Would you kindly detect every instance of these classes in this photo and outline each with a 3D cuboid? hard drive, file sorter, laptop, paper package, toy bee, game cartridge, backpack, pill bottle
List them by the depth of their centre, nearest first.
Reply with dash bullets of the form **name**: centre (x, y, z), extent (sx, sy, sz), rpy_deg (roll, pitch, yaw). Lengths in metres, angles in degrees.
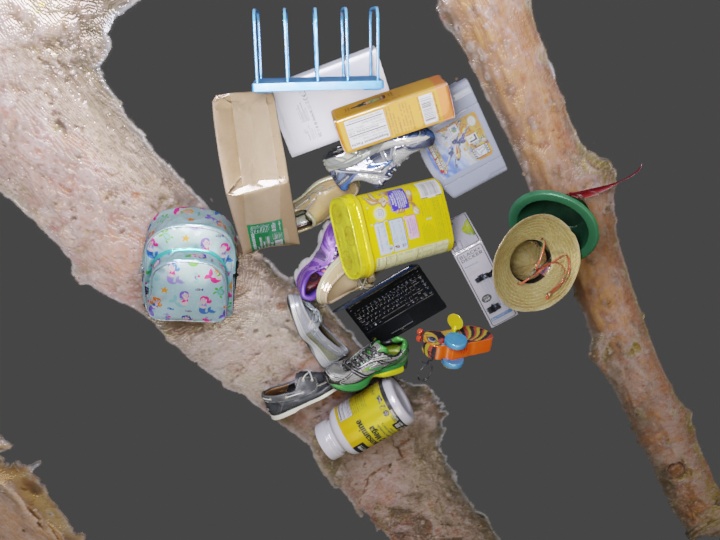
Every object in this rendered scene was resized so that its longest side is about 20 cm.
- **file sorter**: centre (-0.070, -0.347, 1.246), extent (0.199, 0.139, 0.123), rpy_deg (-3, 106, -4)
- **paper package**: centre (-0.169, -0.155, 1.297), extent (0.103, 0.192, 0.200), rpy_deg (-10, 153, -5)
- **hard drive**: centre (-0.049, -0.288, 1.366), extent (0.199, 0.026, 0.132), rpy_deg (-20, 123, 2)
- **backpack**: centre (-0.306, -0.008, 1.429), extent (0.176, 0.151, 0.201), rpy_deg (4, 116, -11)
- **game cartridge**: centre (0.172, -0.231, 1.439), extent (0.133, 0.042, 0.200), rpy_deg (-30, 122, 4)
- **laptop**: centre (0.062, 0.075, 1.569), extent (0.177, 0.103, 0.200), rpy_deg (-30, 122, 10)
- **toy bee**: centre (0.173, 0.146, 1.649), extent (0.199, 0.109, 0.131), rpy_deg (6, 115, -43)
- **pill bottle**: centre (0.007, 0.322, 1.708), extent (0.199, 0.113, 0.113), rpy_deg (-32, 122, 10)

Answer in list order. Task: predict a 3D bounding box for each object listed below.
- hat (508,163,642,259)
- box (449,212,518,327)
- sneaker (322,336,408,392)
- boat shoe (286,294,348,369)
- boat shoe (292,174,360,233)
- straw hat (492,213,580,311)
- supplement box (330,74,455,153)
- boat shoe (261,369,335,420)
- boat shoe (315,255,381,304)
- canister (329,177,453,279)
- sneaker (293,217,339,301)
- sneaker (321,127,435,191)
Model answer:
- **hat**: centre (0.411, -0.130, 1.557), extent (0.199, 0.176, 0.166), rpy_deg (22, 139, 14)
- **box**: centre (0.230, 0.000, 1.546), extent (0.060, 0.117, 0.200), rpy_deg (-28, 122, 8)
- **sneaker**: centre (0.010, 0.182, 1.621), extent (0.199, 0.078, 0.086), rpy_deg (-19, 136, -28)
- **boat shoe**: centre (-0.089, 0.115, 1.588), extent (0.065, 0.075, 0.202), rpy_deg (-28, 127, 0)
- **boat shoe**: centre (-0.086, -0.106, 1.443), extent (0.199, 0.076, 0.072), rpy_deg (-31, 119, 7)
- **straw hat**: centre (0.310, -0.021, 1.503), extent (0.200, 0.085, 0.202), rpy_deg (-8, 111, -22)
- **supplement box**: centre (0.054, -0.264, 1.342), extent (0.199, 0.067, 0.069), rpy_deg (-16, 118, 1)
- **boat shoe**: centre (-0.110, 0.241, 1.663), extent (0.199, 0.072, 0.068), rpy_deg (-25, 102, 1)
- **boat shoe**: centre (0.000, 0.000, 1.473), extent (0.200, 0.065, 0.072), rpy_deg (-40, 146, -29)
- **canister**: centre (0.059, -0.079, 1.430), extent (0.199, 0.086, 0.149), rpy_deg (-15, 95, -25)
- **sneaker**: centre (-0.052, -0.021, 1.499), extent (0.080, 0.084, 0.200), rpy_deg (24, 114, -23)
- **sneaker**: centre (0.038, -0.194, 1.391), extent (0.199, 0.077, 0.086), rpy_deg (-15, 116, 13)
